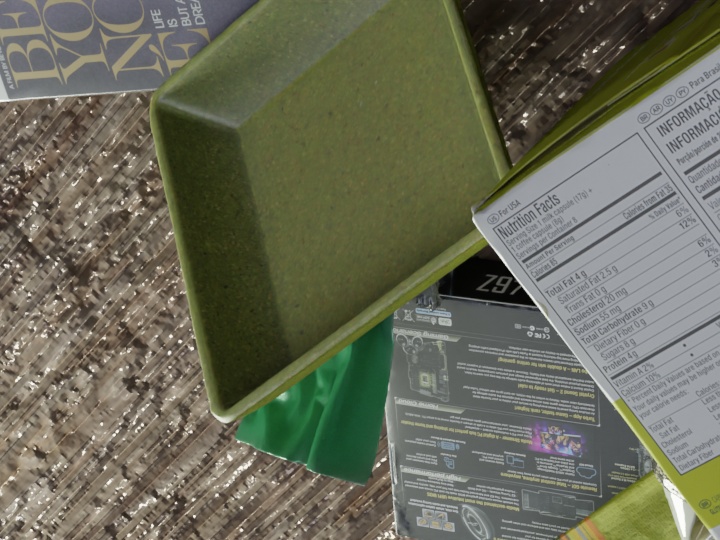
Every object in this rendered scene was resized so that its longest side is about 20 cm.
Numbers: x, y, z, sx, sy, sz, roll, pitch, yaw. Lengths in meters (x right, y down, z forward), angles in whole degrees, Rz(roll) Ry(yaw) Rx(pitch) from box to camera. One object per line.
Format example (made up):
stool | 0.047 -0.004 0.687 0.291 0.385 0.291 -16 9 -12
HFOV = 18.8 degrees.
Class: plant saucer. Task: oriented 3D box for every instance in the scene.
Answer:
plant saucer | -0.006 -0.052 1.036 0.048 0.200 0.200 19 135 -42

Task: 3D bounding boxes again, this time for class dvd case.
dvd case | -0.132 -0.161 1.116 0.200 0.016 0.149 -1 118 26

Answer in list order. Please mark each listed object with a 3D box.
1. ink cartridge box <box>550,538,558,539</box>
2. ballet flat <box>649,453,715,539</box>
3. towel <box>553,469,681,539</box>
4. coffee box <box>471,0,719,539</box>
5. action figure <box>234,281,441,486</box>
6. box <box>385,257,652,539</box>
ink cartridge box | 0.151 0.247 1.183 0.198 0.047 0.200 30 124 2
ballet flat | 0.189 0.116 1.004 0.200 0.068 0.075 38 128 38
towel | 0.160 0.141 1.087 0.200 0.018 0.086 -40 97 24
coffee box | 0.207 -0.034 0.915 0.200 0.200 0.198 -35 96 36
action figure | 0.000 0.000 1.081 0.118 0.055 0.200 14 90 50
box | 0.112 0.079 1.130 0.200 0.044 0.160 7 121 21
